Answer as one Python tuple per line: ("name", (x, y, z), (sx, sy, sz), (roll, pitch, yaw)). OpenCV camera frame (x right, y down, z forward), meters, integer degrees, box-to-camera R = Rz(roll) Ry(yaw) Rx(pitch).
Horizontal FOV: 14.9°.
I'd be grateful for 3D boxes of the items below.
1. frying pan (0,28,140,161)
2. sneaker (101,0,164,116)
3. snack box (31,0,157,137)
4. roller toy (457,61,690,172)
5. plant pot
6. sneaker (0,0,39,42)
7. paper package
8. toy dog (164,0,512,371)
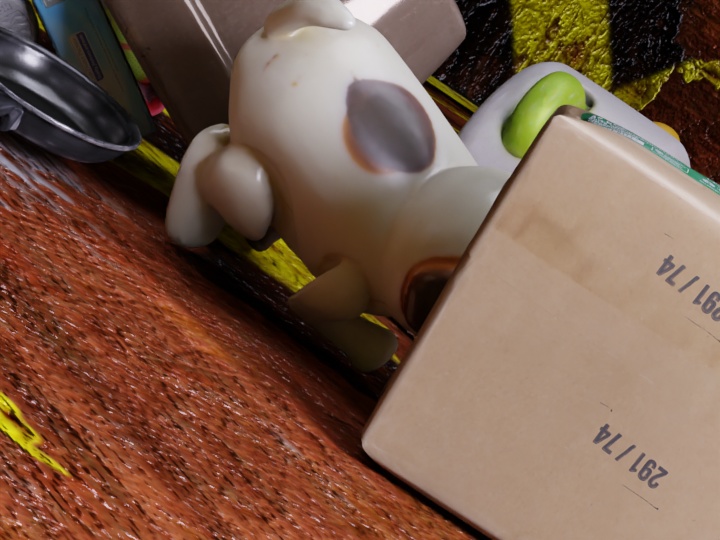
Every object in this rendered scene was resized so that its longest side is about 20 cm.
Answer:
("frying pan", (-0.163, -0.079, 1.415), (0.115, 0.031, 0.190), (30, 16, -18))
("sneaker", (-0.151, -0.145, 1.847), (0.078, 0.091, 0.200), (-5, -5, -9))
("snack box", (-0.173, -0.150, 1.666), (0.200, 0.037, 0.117), (-125, -169, -71))
("roller toy", (0.134, -0.034, 1.872), (0.139, 0.183, 0.200), (35, 10, 17))
("plant pot", (-0.038, -0.139, 1.589), (0.201, 0.174, 0.200), (60, 0, -1))
("sneaker", (-0.277, -0.197, 1.571), (0.200, 0.074, 0.118), (40, 8, -41))
("paper package", (0.128, 0.051, 1.270), (0.199, 0.191, 0.103), (32, 7, 2))
("toy dog", (0.025, -0.038, 1.408), (0.200, 0.195, 0.139), (40, 46, 25))
